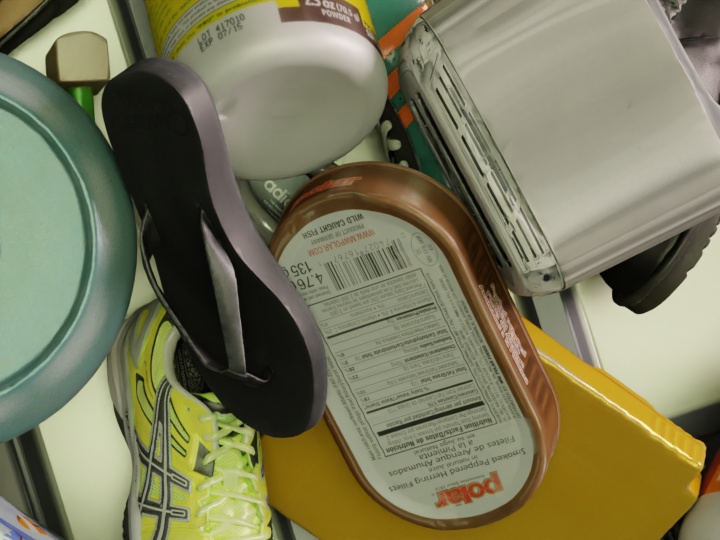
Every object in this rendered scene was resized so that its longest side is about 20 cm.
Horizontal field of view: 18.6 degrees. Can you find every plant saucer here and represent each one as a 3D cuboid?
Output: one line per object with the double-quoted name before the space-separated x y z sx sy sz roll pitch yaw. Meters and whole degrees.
"plant saucer" -0.205 -0.012 1.043 0.199 0.027 0.201 0 88 -10

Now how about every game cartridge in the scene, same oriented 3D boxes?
"game cartridge" 0.058 0.102 1.155 0.200 0.032 0.176 35 120 -8

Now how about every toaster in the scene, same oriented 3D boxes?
"toaster" 0.105 -0.073 1.087 0.129 0.114 0.201 -29 92 -3

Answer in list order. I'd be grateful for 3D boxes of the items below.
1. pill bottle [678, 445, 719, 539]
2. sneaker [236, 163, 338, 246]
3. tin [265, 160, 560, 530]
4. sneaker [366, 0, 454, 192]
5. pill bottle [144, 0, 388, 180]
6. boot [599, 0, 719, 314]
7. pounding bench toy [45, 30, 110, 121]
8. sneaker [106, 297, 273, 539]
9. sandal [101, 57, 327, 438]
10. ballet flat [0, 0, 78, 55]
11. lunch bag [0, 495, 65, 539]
"pill bottle" 0.235 0.123 1.147 0.112 0.112 0.200 35 61 -5
"sneaker" 0.000 -0.001 1.162 0.200 0.093 0.070 41 85 -4
"tin" 0.024 0.042 1.092 0.112 0.042 0.201 -17 112 26
"sneaker" 0.020 -0.102 1.179 0.080 0.071 0.201 -8 78 -3
"pill bottle" -0.058 -0.152 1.116 0.109 0.109 0.201 -12 56 -7
"boot" 0.126 -0.097 1.184 0.157 0.079 0.212 22 76 -13
"pounding bench toy" -0.183 -0.011 1.124 0.200 0.124 0.156 -31 93 -7
"sneaker" -0.082 0.102 1.125 0.075 0.076 0.201 -7 68 -30
"sandal" -0.079 -0.003 1.058 0.043 0.076 0.201 -44 116 -46
"ballet flat" -0.183 -0.154 1.155 0.068 0.068 0.200 40 85 -4
"lunch bag" -0.166 0.164 1.086 0.160 0.200 0.076 36 82 -5
